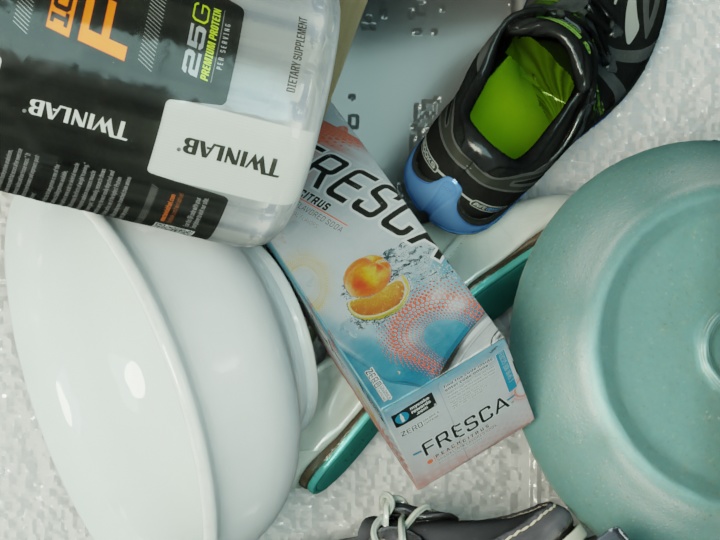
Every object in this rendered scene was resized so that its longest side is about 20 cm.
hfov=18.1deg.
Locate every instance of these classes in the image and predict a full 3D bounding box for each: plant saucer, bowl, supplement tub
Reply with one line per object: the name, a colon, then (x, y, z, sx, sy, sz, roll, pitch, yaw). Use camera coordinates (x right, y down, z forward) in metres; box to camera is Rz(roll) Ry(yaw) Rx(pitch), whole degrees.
plant saucer: (0.166, 0.037, 1.011, 0.198, 0.036, 0.202, 2, 80, -11)
bowl: (-0.080, 0.043, 1.023, 0.090, 0.201, 0.203, -18, 90, -26)
supplement tub: (-0.117, -0.088, 0.923, 0.198, 0.122, 0.124, 13, 87, -12)

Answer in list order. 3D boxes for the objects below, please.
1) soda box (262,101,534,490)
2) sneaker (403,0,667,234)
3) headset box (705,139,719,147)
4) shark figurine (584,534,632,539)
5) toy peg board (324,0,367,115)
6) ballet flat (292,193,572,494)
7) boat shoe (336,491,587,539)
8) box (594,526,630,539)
soda box: (0.000, 0.000, 1.026, 0.063, 0.069, 0.200, -31, 50, -5)
sneaker: (0.096, -0.098, 1.073, 0.071, 0.083, 0.200, 40, 59, -2)
headset box: (0.227, 0.037, 1.094, 0.173, 0.093, 0.202, 7, 87, -6)
shark figurine: (0.053, 0.182, 1.092, 0.214, 0.128, 0.090, -40, 67, 11)
toy peg board: (-0.086, -0.185, 0.993, 0.198, 0.098, 0.201, 14, 122, -13)
ballet flat: (0.022, 0.019, 1.091, 0.200, 0.069, 0.069, -44, 93, -5)
boat shoe: (0.011, 0.137, 1.037, 0.199, 0.073, 0.063, -26, 91, 34)
box: (0.088, 0.250, 1.001, 0.199, 0.197, 0.124, -36, 56, -3)
